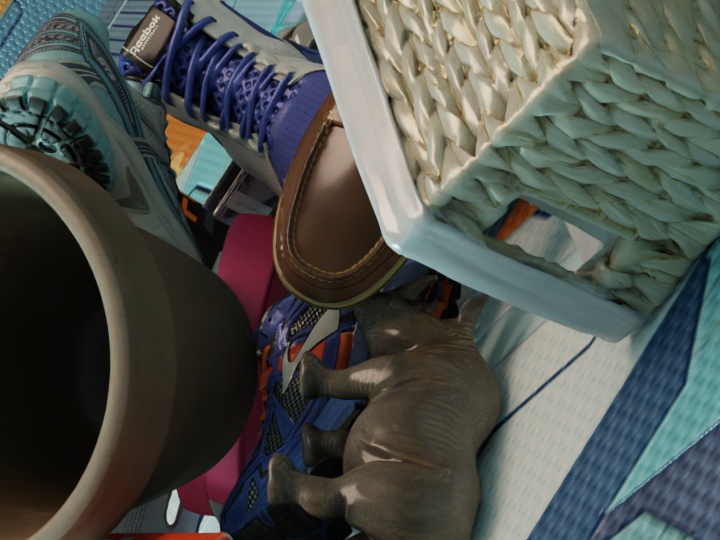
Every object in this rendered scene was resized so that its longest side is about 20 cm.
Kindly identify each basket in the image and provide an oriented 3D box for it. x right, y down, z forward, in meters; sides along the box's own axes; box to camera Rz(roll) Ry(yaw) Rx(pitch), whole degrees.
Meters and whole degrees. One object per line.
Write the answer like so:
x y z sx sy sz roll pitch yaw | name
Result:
0.072 -0.093 1.172 0.123 0.135 0.200 -47 41 27 | basket

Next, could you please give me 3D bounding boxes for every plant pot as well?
-0.142 0.045 1.339 0.200 0.200 0.175 -53 -25 17 | plant pot

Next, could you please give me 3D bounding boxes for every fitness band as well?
-0.063 0.053 1.497 0.200 0.037 0.144 90 -168 -68 | fitness band

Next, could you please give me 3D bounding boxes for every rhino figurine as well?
0.017 0.065 1.257 0.200 0.087 0.060 -74 -16 -52 | rhino figurine

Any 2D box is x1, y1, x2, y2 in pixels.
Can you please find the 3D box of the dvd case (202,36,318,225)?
-0.002 -0.101 1.641 0.200 0.016 0.149 -56 -24 3 | dvd case

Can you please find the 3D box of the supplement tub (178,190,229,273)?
-0.138 0.004 1.664 0.123 0.200 0.123 -53 14 20 | supplement tub

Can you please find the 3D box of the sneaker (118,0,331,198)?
-0.063 -0.088 1.463 0.081 0.115 0.199 -64 20 7 | sneaker

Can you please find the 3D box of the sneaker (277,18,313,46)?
-0.029 -0.099 1.740 0.074 0.079 0.200 99 -165 -59 | sneaker

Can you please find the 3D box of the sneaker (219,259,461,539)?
-0.020 0.056 1.353 0.075 0.078 0.200 79 -148 -46 | sneaker

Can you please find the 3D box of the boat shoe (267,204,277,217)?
0.019 -0.083 1.590 0.200 0.069 0.074 -55 14 10 | boat shoe

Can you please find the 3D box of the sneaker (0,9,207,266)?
-0.115 -0.048 1.441 0.078 0.200 0.086 3 52 23 | sneaker

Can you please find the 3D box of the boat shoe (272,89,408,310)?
0.018 -0.076 1.312 0.200 0.072 0.068 -60 -10 -21 | boat shoe

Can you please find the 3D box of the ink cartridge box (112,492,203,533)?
-0.144 0.076 1.509 0.043 0.200 0.197 -4 54 28 | ink cartridge box

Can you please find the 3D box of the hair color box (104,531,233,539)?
-0.077 0.173 1.241 0.064 0.111 0.200 -36 8 -19 | hair color box
